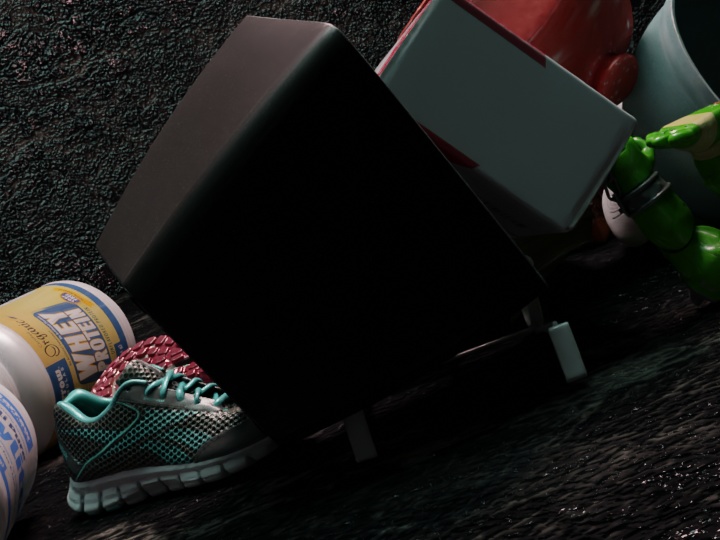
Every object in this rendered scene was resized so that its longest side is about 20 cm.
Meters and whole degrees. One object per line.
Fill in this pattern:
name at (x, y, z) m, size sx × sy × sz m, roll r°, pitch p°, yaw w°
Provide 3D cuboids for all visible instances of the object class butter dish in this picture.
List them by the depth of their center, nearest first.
butter dish at (0.147, -0.172, 0.983) m, size 0.201 × 0.147 × 0.199 m, roll -54°, pitch -32°, yaw -5°

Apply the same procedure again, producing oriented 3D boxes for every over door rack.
over door rack at (0.056, 0.047, 0.833) m, size 0.147 × 0.067 × 0.200 m, roll -22°, pitch 7°, yaw 3°

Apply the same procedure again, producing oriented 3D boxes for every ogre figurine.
ogre figurine at (0.256, -0.052, 0.780) m, size 0.199 × 0.121 × 0.098 m, roll -22°, pitch 11°, yaw 4°

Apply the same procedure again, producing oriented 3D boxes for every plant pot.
plant pot at (-0.045, -0.017, 0.767) m, size 0.177 × 0.200 × 0.199 m, roll -43°, pitch 22°, yaw -6°
plant pot at (0.288, -0.118, 1.020) m, size 0.200 × 0.201 × 0.134 m, roll -27°, pitch -16°, yaw -44°

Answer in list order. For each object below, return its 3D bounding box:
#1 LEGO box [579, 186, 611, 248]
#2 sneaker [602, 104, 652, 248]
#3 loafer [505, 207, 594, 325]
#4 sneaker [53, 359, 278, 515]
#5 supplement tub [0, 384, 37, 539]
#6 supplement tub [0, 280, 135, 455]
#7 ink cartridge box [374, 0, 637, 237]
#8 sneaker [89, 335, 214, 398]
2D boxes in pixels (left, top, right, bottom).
LEGO box at (0.134, -0.085, 1.239) m, size 0.199 × 0.150 × 0.077 m, roll -15°, pitch 22°, yaw 37°
sneaker at (0.278, -0.078, 1.145) m, size 0.073 × 0.111 × 0.201 m, roll -46°, pitch 25°, yaw 36°
loafer at (0.105, 0.007, 0.993) m, size 0.199 × 0.068 × 0.076 m, roll -26°, pitch 10°, yaw -24°
sneaker at (-0.129, 0.101, 0.871) m, size 0.199 × 0.092 × 0.078 m, roll -19°, pitch 8°, yaw 17°
supplement tub at (-0.292, 0.144, 0.861) m, size 0.131 × 0.133 × 0.200 m, roll -21°, pitch 8°, yaw -5°
supplement tub at (-0.322, 0.102, 1.219) m, size 0.144 × 0.146 × 0.200 m, roll -17°, pitch 8°, yaw 28°
ink cartridge box at (0.072, -0.093, 0.831) m, size 0.084 × 0.145 × 0.200 m, roll -57°, pitch 6°, yaw -3°
sneaker at (-0.122, 0.094, 0.956) m, size 0.199 × 0.075 × 0.081 m, roll -14°, pitch 35°, yaw 21°
